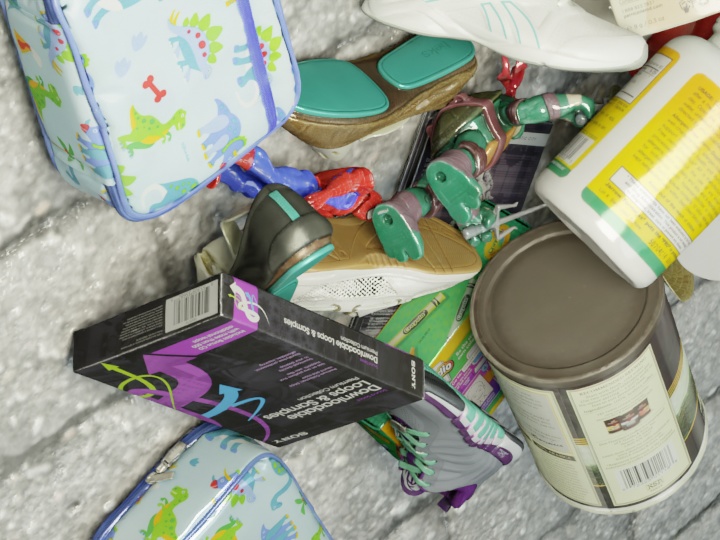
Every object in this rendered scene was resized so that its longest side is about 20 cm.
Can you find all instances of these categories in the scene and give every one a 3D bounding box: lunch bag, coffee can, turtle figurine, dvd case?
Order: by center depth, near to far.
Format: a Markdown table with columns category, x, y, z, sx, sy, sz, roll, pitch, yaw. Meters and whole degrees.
| category | x | y | z | sx | sy | sz | roll | pitch | yaw |
| --- | --- | --- | --- | --- | --- | --- | --- | --- | --- |
| lunch bag | -0.121 | -0.146 | 1.178 | 0.161 | 0.082 | 0.200 | -37 | 135 | -28 |
| turtle figurine | 0.092 | -0.083 | 1.450 | 0.200 | 0.101 | 0.150 | -39 | 163 | -48 |
| lunch bag | -0.108 | 0.217 | 1.464 | 0.161 | 0.082 | 0.200 | -47 | 142 | -17 |
| coffee can | 0.179 | 0.077 | 1.521 | 0.146 | 0.146 | 0.200 | -47 | 142 | -16 |
| dvd case | 0.070 | -0.031 | 1.555 | 0.148 | 0.016 | 0.201 | 0 | 115 | -48 |

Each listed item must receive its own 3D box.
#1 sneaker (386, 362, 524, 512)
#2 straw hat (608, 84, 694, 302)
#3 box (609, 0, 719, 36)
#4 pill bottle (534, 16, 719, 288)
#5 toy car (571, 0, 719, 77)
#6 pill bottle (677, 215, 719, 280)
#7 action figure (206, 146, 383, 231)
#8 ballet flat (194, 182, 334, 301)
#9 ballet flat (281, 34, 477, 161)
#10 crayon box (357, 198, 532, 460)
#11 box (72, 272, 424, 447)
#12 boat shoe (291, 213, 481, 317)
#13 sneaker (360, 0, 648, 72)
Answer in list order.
| category | x | y | z | sx | sy | sz | roll | pitch | yaw |
| --- | --- | --- | --- | --- | --- | --- | --- | --- | --- |
| sneaker | 0.054 | 0.130 | 1.483 | 0.088 | 0.074 | 0.200 | -51 | 143 | 0 |
| straw hat | 0.202 | -0.050 | 1.632 | 0.085 | 0.202 | 0.201 | -20 | 147 | 18 |
| box | 0.194 | -0.271 | 1.382 | 0.095 | 0.078 | 0.201 | -50 | 123 | -70 |
| pill bottle | 0.229 | -0.094 | 1.400 | 0.200 | 0.113 | 0.113 | -46 | 143 | 2 |
| toy car | 0.213 | -0.223 | 1.500 | 0.199 | 0.184 | 0.177 | 10 | 109 | -22 |
| pill bottle | 0.286 | -0.088 | 1.594 | 0.200 | 0.112 | 0.112 | -86 | 171 | -48 |
| action figure | -0.050 | -0.056 | 1.358 | 0.200 | 0.065 | 0.052 | 4 | 77 | -50 |
| ballet flat | -0.071 | -0.003 | 1.325 | 0.068 | 0.068 | 0.200 | -31 | 170 | -32 |
| ballet flat | 0.001 | -0.117 | 1.386 | 0.200 | 0.068 | 0.072 | -26 | 152 | -42 |
| crayon box | 0.079 | 0.058 | 1.565 | 0.200 | 0.058 | 0.119 | -52 | 143 | -7 |
| box | -0.073 | 0.065 | 1.331 | 0.200 | 0.143 | 0.036 | 23 | 56 | -43 |
| boat shoe | 0.000 | 0.000 | 1.456 | 0.200 | 0.071 | 0.069 | -1 | 134 | -38 |
| sneaker | 0.103 | -0.185 | 1.349 | 0.070 | 0.200 | 0.080 | -36 | 142 | -79 |
